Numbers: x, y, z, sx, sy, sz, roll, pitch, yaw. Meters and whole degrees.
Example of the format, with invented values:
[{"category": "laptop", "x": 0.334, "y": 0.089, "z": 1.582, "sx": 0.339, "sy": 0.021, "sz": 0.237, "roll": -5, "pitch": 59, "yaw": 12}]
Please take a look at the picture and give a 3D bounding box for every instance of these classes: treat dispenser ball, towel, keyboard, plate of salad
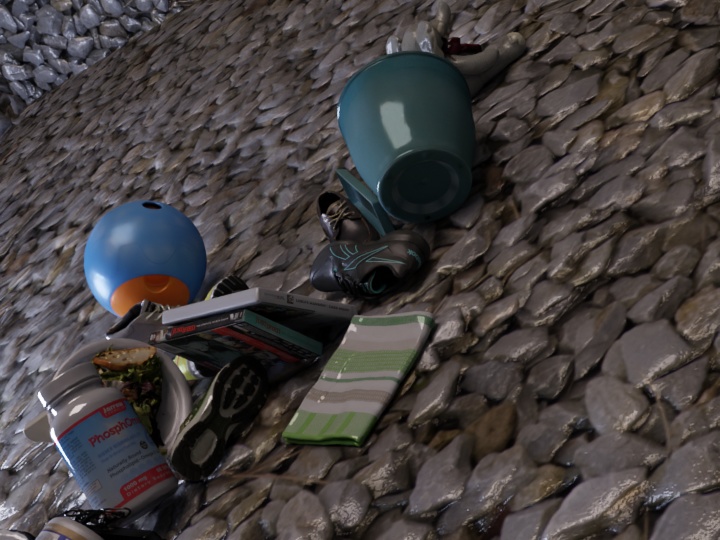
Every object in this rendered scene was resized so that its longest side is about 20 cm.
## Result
[{"category": "treat dispenser ball", "x": -0.353, "y": -0.015, "z": 2.027, "sx": 0.200, "sy": 0.201, "sz": 0.201, "roll": -31, "pitch": 26, "yaw": 17}, {"category": "towel", "x": -0.004, "y": 0.130, "z": 1.516, "sx": 0.149, "sy": 0.031, "sz": 0.200, "roll": -9, "pitch": 38, "yaw": 48}, {"category": "keyboard", "x": -0.286, "y": 0.319, "z": 1.495, "sx": 0.199, "sy": 0.104, "sz": 0.040, "roll": -9, "pitch": 39, "yaw": 46}, {"category": "plate of salad", "x": -0.326, "y": 0.182, "z": 1.685, "sx": 0.200, "sy": 0.200, "sz": 0.048, "roll": -55, "pitch": 0, "yaw": -31}]

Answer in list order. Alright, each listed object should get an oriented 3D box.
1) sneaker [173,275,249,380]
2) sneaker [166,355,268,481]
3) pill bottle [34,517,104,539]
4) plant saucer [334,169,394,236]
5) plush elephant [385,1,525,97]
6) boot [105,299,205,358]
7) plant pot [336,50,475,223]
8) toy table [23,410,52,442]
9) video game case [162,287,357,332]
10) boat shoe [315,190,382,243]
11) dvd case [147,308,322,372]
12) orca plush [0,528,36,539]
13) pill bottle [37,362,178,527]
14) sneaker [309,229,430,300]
[{"category": "sneaker", "x": -0.227, "y": 0.086, "z": 1.841, "sx": 0.090, "sy": 0.078, "sz": 0.200, "roll": -26, "pitch": 25, "yaw": 40}, {"category": "sneaker", "x": -0.200, "y": 0.192, "z": 1.637, "sx": 0.088, "sy": 0.077, "sz": 0.200, "roll": -18, "pitch": 29, "yaw": 53}, {"category": "pill bottle", "x": -0.380, "y": 0.406, "z": 1.467, "sx": 0.115, "sy": 0.116, "sz": 0.200, "roll": -7, "pitch": 40, "yaw": 48}, {"category": "plant saucer", "x": 0.007, "y": -0.102, "z": 1.842, "sx": 0.019, "sy": 0.070, "sz": 0.200, "roll": -29, "pitch": 24, "yaw": -7}, {"category": "plush elephant", "x": 0.131, "y": -0.352, "z": 1.983, "sx": 0.200, "sy": 0.155, "sz": 0.164, "roll": -49, "pitch": 27, "yaw": -21}, {"category": "boot", "x": -0.304, "y": 0.080, "z": 1.927, "sx": 0.200, "sy": 0.096, "sz": 0.074, "roll": -34, "pitch": 25, "yaw": 11}, {"category": "plant pot", "x": 0.077, "y": -0.174, "z": 1.745, "sx": 0.200, "sy": 0.200, "sz": 0.188, "roll": -30, "pitch": 42, "yaw": 18}, {"category": "toy table", "x": -0.379, "y": 0.219, "z": 1.777, "sx": 0.184, "sy": 0.117, "sz": 0.200, "roll": -39, "pitch": 24, "yaw": -1}, {"category": "video game case", "x": -0.136, "y": 0.060, "z": 1.662, "sx": 0.199, "sy": 0.181, "sz": 0.023, "roll": -13, "pitch": 72, "yaw": 42}, {"category": "boat shoe", "x": -0.028, "y": -0.065, "z": 1.820, "sx": 0.074, "sy": 0.073, "sz": 0.200, "roll": -40, "pitch": 25, "yaw": -3}, {"category": "dvd case", "x": -0.170, "y": 0.099, "z": 1.666, "sx": 0.199, "sy": 0.146, "sz": 0.022, "roll": -16, "pitch": 58, "yaw": 42}, {"category": "orca plush", "x": -0.523, "y": 0.418, "z": 1.734, "sx": 0.200, "sy": 0.071, "sz": 0.105, "roll": -38, "pitch": 69, "yaw": 13}, {"category": "pill bottle", "x": -0.328, "y": 0.223, "z": 1.579, "sx": 0.109, "sy": 0.200, "sz": 0.109, "roll": -33, "pitch": -9, "yaw": -6}, {"category": "sneaker", "x": 0.000, "y": 0.000, "z": 1.675, "sx": 0.199, "sy": 0.075, "sz": 0.079, "roll": -17, "pitch": 35, "yaw": 39}]
